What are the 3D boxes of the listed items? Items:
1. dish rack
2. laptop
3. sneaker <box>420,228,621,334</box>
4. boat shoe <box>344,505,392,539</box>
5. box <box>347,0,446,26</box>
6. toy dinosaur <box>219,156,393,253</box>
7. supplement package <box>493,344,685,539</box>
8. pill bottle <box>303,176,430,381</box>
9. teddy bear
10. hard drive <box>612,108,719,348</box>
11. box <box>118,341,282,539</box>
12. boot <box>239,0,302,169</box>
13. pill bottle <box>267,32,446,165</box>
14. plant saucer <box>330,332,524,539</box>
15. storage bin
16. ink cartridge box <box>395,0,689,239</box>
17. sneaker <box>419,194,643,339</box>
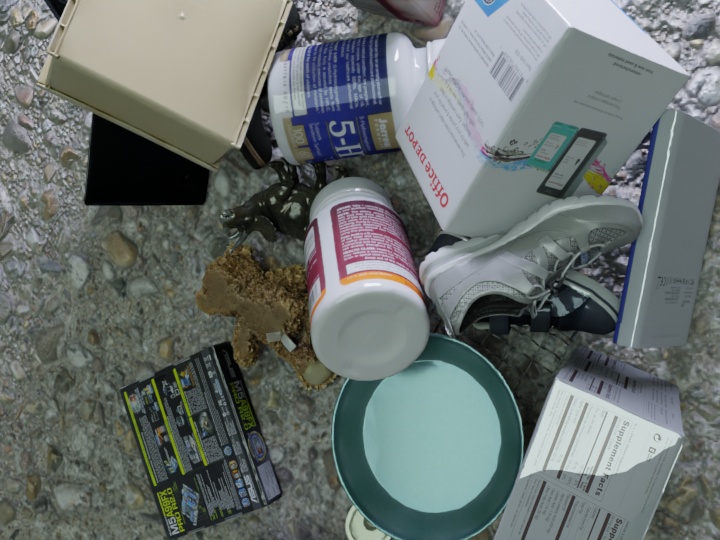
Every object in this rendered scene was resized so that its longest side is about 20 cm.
[{"bbox_3d":[0.141,0.075,0.793,0.152,0.054,0.203,31,93,18],"label":"dish rack"},{"bbox_3d":[-0.267,-0.191,0.893,0.116,0.186,0.201,-46,70,26],"label":"laptop"},{"bbox_3d":[0.148,0.028,0.733,0.197,0.079,0.080,25,70,26],"label":"sneaker"},{"bbox_3d":[0.064,0.222,0.838,0.200,0.068,0.072,-46,69,1],"label":"boat shoe"},{"bbox_3d":[0.022,-0.342,0.762,0.107,0.199,0.131,19,99,20],"label":"box"},{"bbox_3d":[-0.061,-0.073,0.882,0.194,0.077,0.105,5,106,0],"label":"toy dinosaur"},{"bbox_3d":[0.214,0.174,0.700,0.109,0.199,0.159,22,100,20],"label":"supplement package"},{"bbox_3d":[0.000,0.000,0.767,0.111,0.202,0.116,-4,128,-5],"label":"pill bottle"},{"bbox_3d":[-0.096,0.053,0.903,0.195,0.067,0.149,16,106,14],"label":"teddy bear"},{"bbox_3d":[0.287,-0.033,0.703,0.025,0.130,0.206,14,97,42],"label":"hard drive"},{"bbox_3d":[-0.202,0.213,0.954,0.158,0.044,0.204,-24,82,21],"label":"box"},{"bbox_3d":[-0.111,-0.236,0.895,0.136,0.078,0.204,-23,100,-1],"label":"boot"},{"bbox_3d":[0.010,-0.184,0.810,0.195,0.120,0.123,-6,89,11],"label":"pill bottle"},{"bbox_3d":[0.066,0.165,0.758,0.195,0.036,0.206,-2,84,21],"label":"plant saucer"},{"bbox_3d":[-0.190,-0.242,0.773,0.197,0.093,0.203,24,76,-23],"label":"storage bin"},{"bbox_3d":[0.151,-0.145,0.690,0.202,0.143,0.149,-59,37,34],"label":"ink cartridge box"},{"bbox_3d":[0.152,0.003,0.663,0.196,0.075,0.084,-23,58,14],"label":"sneaker"}]
